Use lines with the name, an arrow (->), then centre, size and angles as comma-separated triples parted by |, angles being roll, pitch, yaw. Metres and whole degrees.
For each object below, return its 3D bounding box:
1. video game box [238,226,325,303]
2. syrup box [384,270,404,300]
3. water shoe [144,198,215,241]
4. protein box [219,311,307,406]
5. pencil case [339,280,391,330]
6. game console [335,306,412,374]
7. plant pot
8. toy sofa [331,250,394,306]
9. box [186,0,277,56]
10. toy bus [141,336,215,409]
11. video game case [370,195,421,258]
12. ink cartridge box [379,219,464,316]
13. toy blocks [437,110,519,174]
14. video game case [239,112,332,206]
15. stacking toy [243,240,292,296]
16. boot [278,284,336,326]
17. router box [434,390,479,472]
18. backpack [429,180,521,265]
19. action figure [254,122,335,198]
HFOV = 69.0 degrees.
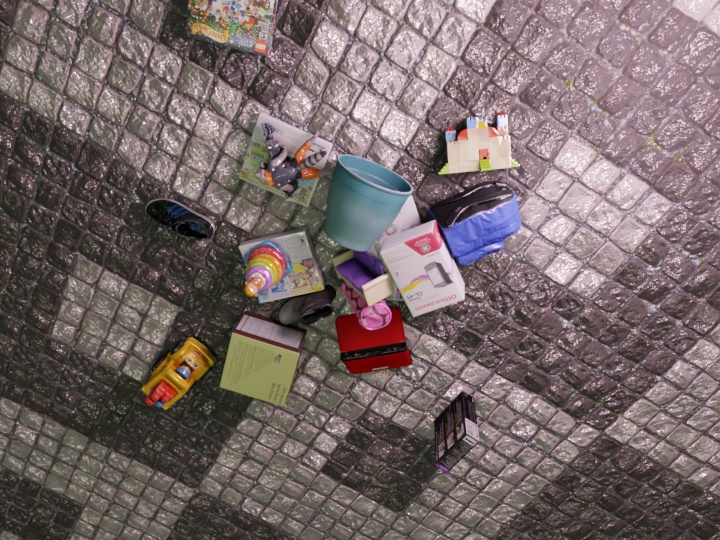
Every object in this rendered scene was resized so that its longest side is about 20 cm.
video game box -> -0.218, -0.013, 1.476 | 0.199, 0.047, 0.183 | -12, 110, 11
syrup box -> 0.156, 0.030, 1.423 | 0.199, 0.082, 0.079 | 1, 126, -3
water shoe -> -0.498, -0.140, 1.427 | 0.199, 0.079, 0.072 | 18, 114, -3
protein box -> -0.285, 0.260, 1.555 | 0.199, 0.135, 0.199 | 17, 114, -2
pencil case -> 0.011, 0.081, 1.412 | 0.093, 0.200, 0.091 | -15, 118, -11
game console -> 0.042, 0.214, 1.568 | 0.199, 0.119, 0.173 | -11, 144, 10
plant pot -> 0.002, -0.158, 1.304 | 0.199, 0.200, 0.189 | 22, 114, -5
toy sofa -> 0.000, 0.000, 1.369 | 0.083, 0.200, 0.098 | -27, 123, -15
box -> -0.301, -0.597, 1.226 | 0.199, 0.038, 0.137 | 13, 114, -1
toy bus -> -0.561, 0.325, 1.581 | 0.200, 0.192, 0.136 | -39, 104, 18
video game case -> 0.084, -0.086, 1.427 | 0.181, 0.024, 0.201 | -17, 111, 12
ink cartridge box -> 0.156, -0.004, 1.300 | 0.147, 0.086, 0.201 | -21, 111, 20
toy blocks -> 0.285, -0.314, 1.279 | 0.199, 0.100, 0.137 | -5, 102, 7
video game case -> -0.196, -0.285, 1.365 | 0.199, 0.023, 0.183 | 22, 114, -6
stacking toy -> -0.261, 0.013, 1.358 | 0.110, 0.200, 0.116 | -31, 106, 17
boot -> -0.162, 0.116, 1.481 | 0.200, 0.132, 0.070 | -31, 109, 17
router box -> 0.283, 0.476, 1.563 | 0.051, 0.200, 0.149 | 34, 114, -7
backpack -> 0.298, -0.125, 1.320 | 0.199, 0.163, 0.168 | -27, 124, 5
action figure -> -0.179, -0.279, 1.301 | 0.193, 0.105, 0.201 | -24, 113, 5
